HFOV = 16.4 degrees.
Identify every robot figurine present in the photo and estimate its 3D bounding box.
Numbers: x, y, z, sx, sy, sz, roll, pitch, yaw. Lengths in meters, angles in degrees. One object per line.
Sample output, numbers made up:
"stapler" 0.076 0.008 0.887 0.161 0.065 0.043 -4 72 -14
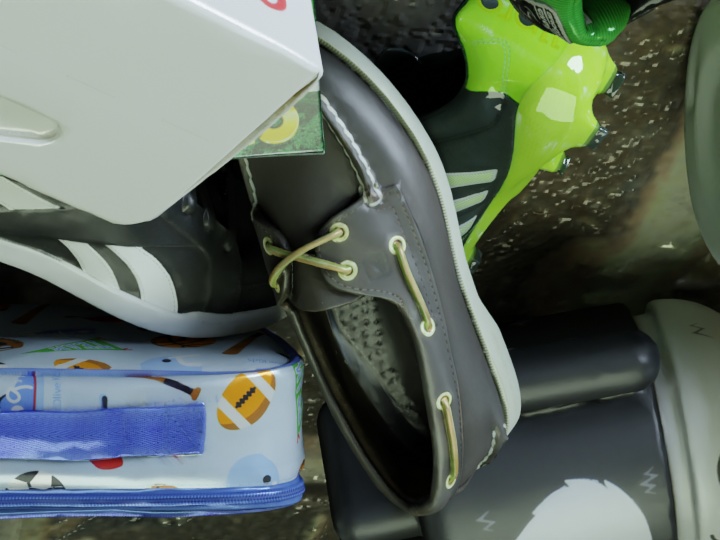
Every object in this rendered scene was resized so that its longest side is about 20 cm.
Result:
"robot figurine" 0.085 0.082 1.089 0.200 0.125 0.150 -10 -173 0

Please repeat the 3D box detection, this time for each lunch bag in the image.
"lunch bag" -0.123 0.059 0.986 0.200 0.076 0.160 -1 -173 -10

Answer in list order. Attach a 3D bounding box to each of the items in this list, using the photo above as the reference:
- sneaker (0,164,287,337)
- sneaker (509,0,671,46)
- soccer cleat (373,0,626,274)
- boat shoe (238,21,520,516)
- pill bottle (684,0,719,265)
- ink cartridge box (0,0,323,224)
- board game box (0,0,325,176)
"sneaker" -0.082 -0.043 0.931 0.200 0.073 0.112 16 136 -30
"sneaker" 0.051 -0.119 0.822 0.200 0.085 0.078 0 156 30
"soccer cleat" 0.025 -0.040 0.977 0.081 0.068 0.200 30 137 -10
"boat shoe" 0.000 0.000 0.938 0.072 0.061 0.201 -8 120 37
"pill bottle" 0.234 -0.057 0.954 0.200 0.111 0.111 -3 143 -9
"ink cartridge box" -0.097 -0.131 0.703 0.146 0.200 0.083 24 132 -38
"board game box" -0.114 -0.081 0.844 0.200 0.023 0.105 -4 120 -2
